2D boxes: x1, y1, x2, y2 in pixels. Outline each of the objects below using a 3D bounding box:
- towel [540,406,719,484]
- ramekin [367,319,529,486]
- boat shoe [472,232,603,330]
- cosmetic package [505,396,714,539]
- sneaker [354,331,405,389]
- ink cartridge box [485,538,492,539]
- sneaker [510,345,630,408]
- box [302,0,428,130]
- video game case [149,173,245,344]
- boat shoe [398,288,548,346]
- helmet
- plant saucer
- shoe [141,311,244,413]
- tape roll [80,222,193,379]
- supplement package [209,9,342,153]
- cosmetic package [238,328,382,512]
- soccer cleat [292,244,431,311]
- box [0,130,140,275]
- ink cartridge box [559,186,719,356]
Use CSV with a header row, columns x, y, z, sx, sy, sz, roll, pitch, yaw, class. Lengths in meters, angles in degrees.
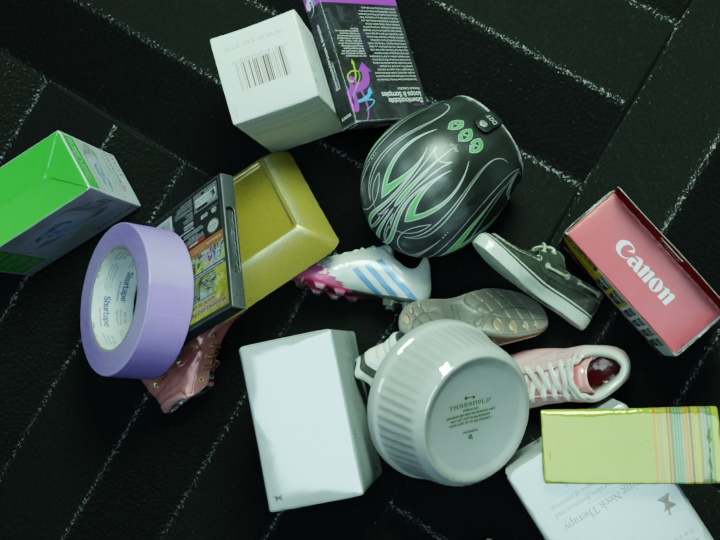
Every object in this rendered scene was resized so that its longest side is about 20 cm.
x,y,z,sx,sy,sz,roll,pitch,yaw,class
0.308,0.200,1.109,0.199,0.018,0.086,-2,79,8,towel
0.115,0.167,1.178,0.202,0.094,0.203,-7,104,-29,ramekin
0.229,-0.001,1.250,0.200,0.071,0.064,34,89,-22,boat shoe
0.299,0.283,1.192,0.167,0.166,0.200,-33,82,4,cosmetic package
0.062,0.167,1.261,0.080,0.074,0.200,-24,116,16,sneaker
0.216,0.435,1.204,0.200,0.145,0.084,33,93,10,ink cartridge box
0.249,0.136,1.244,0.199,0.105,0.076,-11,86,9,sneaker
0.009,-0.288,1.303,0.036,0.143,0.201,-26,78,48,box
-0.222,-0.003,1.268,0.200,0.025,0.181,-29,61,42,video game case
0.146,0.073,1.284,0.199,0.072,0.076,-1,55,-5,boat shoe
0.094,-0.112,1.253,0.191,0.200,0.200,-39,81,-13,helmet
-0.154,-0.058,1.305,0.200,0.048,0.200,-33,52,5,plant saucer
-0.215,0.111,1.338,0.200,0.071,0.091,-36,83,10,shoe
-0.296,0.041,1.273,0.200,0.065,0.201,-15,70,49,tape roll
-0.101,-0.241,1.277,0.116,0.200,0.118,-18,83,8,supplement package
-0.057,0.184,1.239,0.122,0.200,0.200,-12,84,8,cosmetic package
0.000,0.000,1.317,0.199,0.070,0.087,13,78,5,soccer cleat
-0.434,-0.087,1.330,0.200,0.176,0.097,-31,81,5,box
0.345,0.005,1.202,0.084,0.176,0.200,-41,80,4,ink cartridge box
